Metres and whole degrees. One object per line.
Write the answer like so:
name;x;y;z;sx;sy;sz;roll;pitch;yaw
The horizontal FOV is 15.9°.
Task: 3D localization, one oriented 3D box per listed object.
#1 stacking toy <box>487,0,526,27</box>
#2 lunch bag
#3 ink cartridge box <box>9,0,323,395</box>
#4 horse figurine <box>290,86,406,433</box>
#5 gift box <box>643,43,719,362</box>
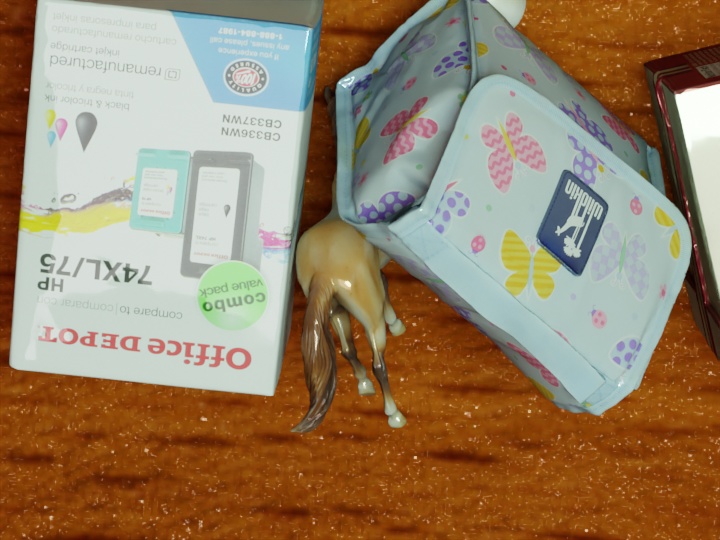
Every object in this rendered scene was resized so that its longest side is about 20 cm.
stacking toy;0.109;-0.200;1.403;0.146;0.146;0.200;41;115;-9
lunch bag;0.082;-0.034;1.360;0.170;0.200;0.127;40;116;-22
ink cartridge box;-0.103;-0.051;1.402;0.147;0.146;0.200;6;103;0
horse figurine;0.000;0.000;1.408;0.050;0.200;0.133;-8;123;23
gift box;0.269;-0.037;1.399;0.200;0.185;0.187;-11;100;7
